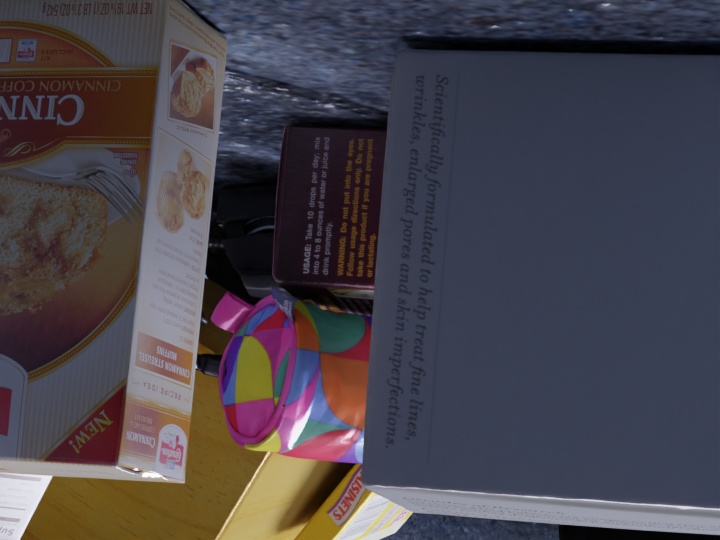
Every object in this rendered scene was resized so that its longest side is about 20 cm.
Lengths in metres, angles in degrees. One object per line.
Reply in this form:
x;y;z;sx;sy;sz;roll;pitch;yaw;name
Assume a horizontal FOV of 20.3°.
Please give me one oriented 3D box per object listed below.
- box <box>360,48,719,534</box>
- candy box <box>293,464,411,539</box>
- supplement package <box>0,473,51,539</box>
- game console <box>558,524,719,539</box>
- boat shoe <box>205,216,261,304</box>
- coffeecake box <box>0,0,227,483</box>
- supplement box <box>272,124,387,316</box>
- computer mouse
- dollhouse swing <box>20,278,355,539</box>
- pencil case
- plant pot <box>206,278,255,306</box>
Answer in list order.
0.114;0.013;0.896;0.200;0.199;0.131;3;169;12;box
0.041;0.104;1.247;0.200;0.026;0.102;-52;161;28;candy box
-0.220;0.042;1.138;0.110;0.200;0.114;15;-162;-44;supplement package
0.229;0.089;1.259;0.118;0.200;0.171;13;167;-40;game console
0.000;0.000;1.263;0.200;0.076;0.074;13;175;-2;boat shoe
-0.148;-0.014;0.868;0.153;0.200;0.073;1;169;19;coffeecake box
0.062;-0.021;1.053;0.200;0.086;0.110;3;170;9;supplement box
-0.038;0.004;1.134;0.200;0.140;0.046;15;141;-35;computer mouse
-0.087;0.101;1.259;0.182;0.200;0.176;36;-151;10;dollhouse swing
0.022;0.061;1.064;0.200;0.088;0.088;13;167;-30;pencil case
-0.110;0.081;1.366;0.200;0.134;0.200;28;177;2;plant pot
